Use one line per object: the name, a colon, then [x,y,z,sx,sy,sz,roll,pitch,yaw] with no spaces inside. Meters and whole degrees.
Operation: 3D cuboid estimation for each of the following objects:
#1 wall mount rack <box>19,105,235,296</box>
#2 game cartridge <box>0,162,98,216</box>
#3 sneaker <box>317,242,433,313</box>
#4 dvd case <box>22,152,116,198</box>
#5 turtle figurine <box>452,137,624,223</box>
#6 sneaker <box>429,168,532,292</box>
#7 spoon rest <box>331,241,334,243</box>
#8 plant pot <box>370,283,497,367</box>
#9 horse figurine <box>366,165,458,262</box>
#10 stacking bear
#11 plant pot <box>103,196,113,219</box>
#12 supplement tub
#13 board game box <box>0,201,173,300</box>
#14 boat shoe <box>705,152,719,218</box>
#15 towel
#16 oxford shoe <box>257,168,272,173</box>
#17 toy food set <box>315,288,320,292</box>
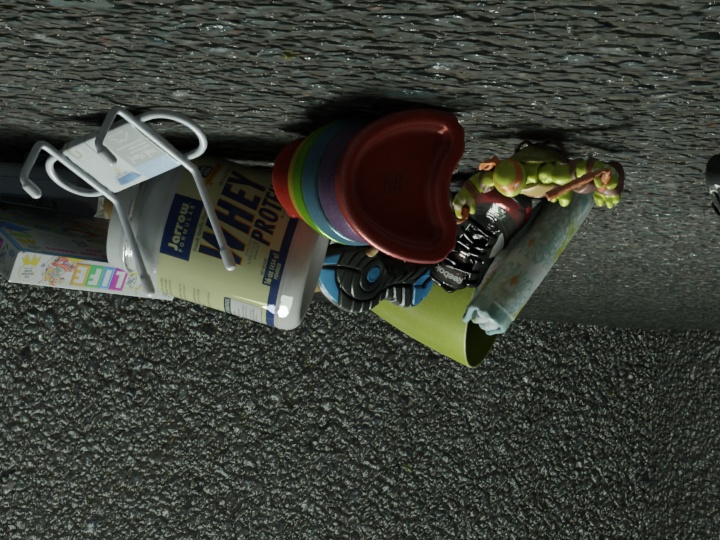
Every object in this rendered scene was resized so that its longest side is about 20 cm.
wall mount rack: [-0.202,-0.063,1.185,0.198,0.075,0.173,-15,136,40]
game cartridge: [-0.348,-0.083,1.419,0.131,0.042,0.200,0,175,-11]
sneaker: [0.000,0.000,1.470,0.082,0.074,0.199,34,-167,33]
dvd case: [-0.294,-0.102,1.486,0.144,0.022,0.200,4,174,-6]
turtle figurine: [0.152,-0.082,1.162,0.198,0.065,0.160,-12,175,37]
sneaker: [0.118,-0.033,1.365,0.070,0.098,0.201,33,158,-1]
spoon rest: [-0.104,-0.061,1.696,0.099,0.061,0.199,-3,158,46]
plant pot: [0.081,0.006,1.718,0.198,0.190,0.187,17,180,21]
horse figurine: [0.050,-0.064,1.349,0.132,0.050,0.200,-32,164,6]
stacking bear: [-0.011,-0.076,1.126,0.112,0.123,0.199,4,-177,-27]
plant pot: [-0.223,-0.020,1.548,0.199,0.028,0.200,31,166,8]
supplement tub: [-0.136,-0.035,1.306,0.197,0.147,0.145,16,176,4]
board game box: [-0.301,-0.022,1.370,0.199,0.035,0.134,9,-161,-45]
boat shoe: [0.349,-0.069,1.204,0.056,0.070,0.200,10,172,20]
towel: [0.174,-0.012,1.411,0.048,0.172,0.200,34,176,1]
oxford shoe: [-0.073,-0.069,1.429,0.197,0.072,0.074,4,178,-3]
toy food set: [-0.064,0.000,1.612,0.198,0.049,0.197,-9,176,-27]
